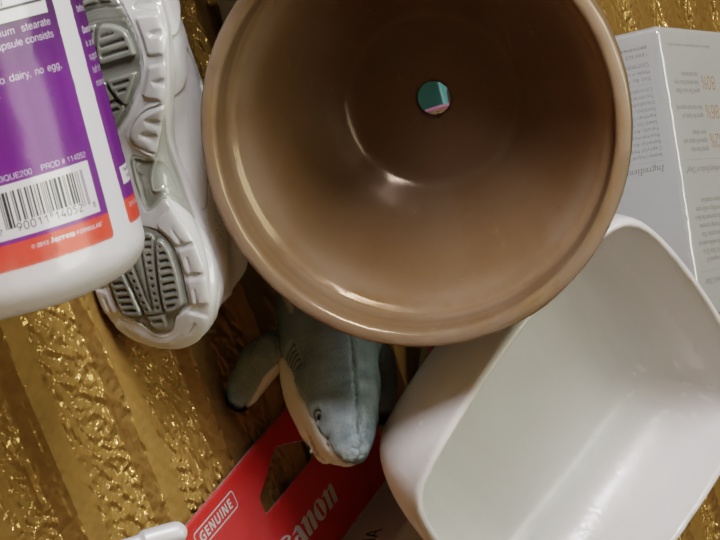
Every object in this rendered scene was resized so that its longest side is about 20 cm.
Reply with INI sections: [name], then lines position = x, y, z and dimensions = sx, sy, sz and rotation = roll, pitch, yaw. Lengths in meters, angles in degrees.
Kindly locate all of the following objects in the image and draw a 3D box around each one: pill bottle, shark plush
[pill bottle]
position = -0.163, -0.084, 0.819
dimensions = 0.112, 0.112, 0.202
rotation = -28, 107, -57
[shark plush]
position = 0.000, 0.000, 1.031
dimensions = 0.090, 0.083, 0.202
rotation = 18, 79, -11

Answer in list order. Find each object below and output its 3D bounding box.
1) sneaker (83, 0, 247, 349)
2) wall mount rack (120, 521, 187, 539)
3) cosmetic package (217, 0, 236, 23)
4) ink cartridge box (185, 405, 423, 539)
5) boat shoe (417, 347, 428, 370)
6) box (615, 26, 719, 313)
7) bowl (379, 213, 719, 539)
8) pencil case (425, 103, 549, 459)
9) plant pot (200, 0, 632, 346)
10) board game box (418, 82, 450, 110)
[sneaker]
position = -0.100, -0.070, 0.972
dimensions = 0.099, 0.077, 0.202
rotation = -43, 129, -61
[wall mount rack]
position = -0.135, 0.190, 0.835
dimensions = 0.173, 0.074, 0.202
rotation = -21, 101, -59
[cosmetic package]
position = -0.018, -0.061, 1.113
dimensions = 0.082, 0.050, 0.202
rotation = -29, 108, -60
[ink cartridge box]
position = -0.006, 0.161, 1.088
dimensions = 0.200, 0.044, 0.178
rotation = -48, 125, -52
[boat shoe]
position = 0.079, 0.097, 1.221
dimensions = 0.062, 0.074, 0.202
rotation = -12, 98, -64
[box]
position = 0.207, -0.063, 1.434
dimensions = 0.152, 0.105, 0.202
rotation = -7, 88, -59
[bowl]
position = 0.102, 0.079, 1.059
dimensions = 0.200, 0.074, 0.200
rotation = -50, 132, -12
[pencil case]
position = 0.066, 0.008, 1.106
dimensions = 0.083, 0.086, 0.202
rotation = -125, -154, -60
[plant pot]
position = 0.031, -0.074, 0.951
dimensions = 0.093, 0.199, 0.203
rotation = -57, 132, -71
[board game box]
position = 0.084, -0.055, 1.286
dimensions = 0.151, 0.047, 0.202
rotation = -35, 113, -56
